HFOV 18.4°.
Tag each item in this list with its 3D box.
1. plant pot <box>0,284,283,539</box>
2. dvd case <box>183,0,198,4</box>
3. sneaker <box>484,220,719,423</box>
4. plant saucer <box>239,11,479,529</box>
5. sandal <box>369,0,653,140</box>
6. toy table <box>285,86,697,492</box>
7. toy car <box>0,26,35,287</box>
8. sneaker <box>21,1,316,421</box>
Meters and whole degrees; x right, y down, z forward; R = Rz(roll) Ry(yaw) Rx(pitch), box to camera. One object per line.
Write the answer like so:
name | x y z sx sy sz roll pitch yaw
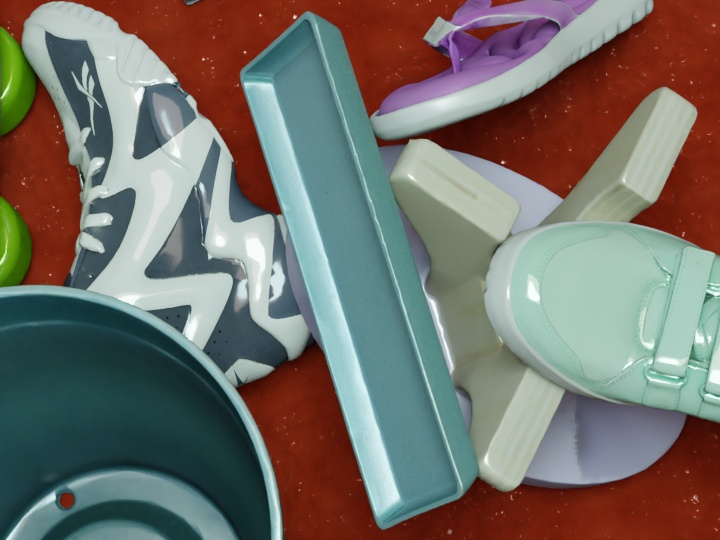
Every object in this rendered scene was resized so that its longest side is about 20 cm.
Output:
plant pot | -0.119 0.128 0.909 0.198 0.188 0.202 -1 74 5
dvd case | -0.028 -0.236 1.077 0.199 0.016 0.150 -26 78 -5
sneaker | 0.153 0.020 0.844 0.199 0.118 0.074 18 75 -15
plant saucer | 0.000 0.000 0.894 0.019 0.070 0.202 -11 79 -31
sandal | 0.060 -0.104 0.973 0.082 0.202 0.050 -18 99 35
toy table | 0.073 0.014 0.943 0.199 0.117 0.185 21 73 -14
toy car | -0.261 -0.060 0.975 0.198 0.164 0.159 -2 78 8
sneaker | -0.117 -0.016 0.998 0.129 0.079 0.200 -39 90 -16
